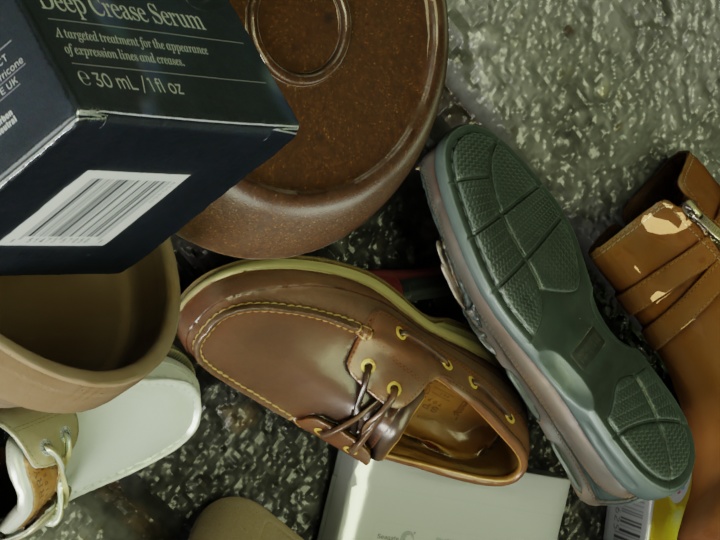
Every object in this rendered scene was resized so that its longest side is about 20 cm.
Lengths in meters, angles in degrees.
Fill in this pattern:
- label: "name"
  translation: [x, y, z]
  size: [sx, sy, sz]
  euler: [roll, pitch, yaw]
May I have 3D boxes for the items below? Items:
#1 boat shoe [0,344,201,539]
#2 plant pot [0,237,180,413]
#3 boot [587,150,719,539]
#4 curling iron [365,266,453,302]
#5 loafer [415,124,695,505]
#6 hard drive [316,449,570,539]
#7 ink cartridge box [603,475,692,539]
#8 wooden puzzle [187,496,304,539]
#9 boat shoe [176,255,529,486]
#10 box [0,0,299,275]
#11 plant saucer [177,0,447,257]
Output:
- label: "boat shoe"
  translation: [-0.152, 0.084, 1.038]
  size: [0.200, 0.068, 0.075]
  euler: [-16, 121, -26]
- label: "plant pot"
  translation: [-0.173, -0.018, 0.976]
  size: [0.093, 0.201, 0.201]
  euler: [-36, 125, 25]
- label: "boot"
  translation: [0.167, 0.046, 1.207]
  size: [0.155, 0.074, 0.200]
  euler: [49, 44, -13]
- label: "curling iron"
  translation: [0.000, 0.000, 1.154]
  size: [0.200, 0.026, 0.050]
  euler: [-14, 85, -24]
- label: "loafer"
  translation: [0.079, 0.028, 1.143]
  size: [0.072, 0.063, 0.200]
  euler: [-37, 96, -44]
- label: "hard drive"
  translation: [0.026, 0.190, 1.200]
  size: [0.132, 0.026, 0.200]
  euler: [12, 92, -33]
- label: "ink cartridge box"
  translation: [0.214, 0.176, 1.306]
  size: [0.200, 0.047, 0.198]
  euler: [3, 96, -30]
- label: "wooden puzzle"
  translation: [-0.012, 0.214, 1.086]
  size: [0.200, 0.185, 0.046]
  euler: [36, 119, -11]
- label: "boat shoe"
  translation: [0.004, 0.050, 1.120]
  size: [0.200, 0.068, 0.072]
  euler: [22, 120, -36]
- label: "box"
  translation: [-0.141, -0.107, 0.912]
  size: [0.200, 0.107, 0.148]
  euler: [60, 26, 14]
- label: "plant saucer"
  translation: [-0.034, -0.106, 1.045]
  size: [0.200, 0.034, 0.201]
  euler: [1, 88, -37]
